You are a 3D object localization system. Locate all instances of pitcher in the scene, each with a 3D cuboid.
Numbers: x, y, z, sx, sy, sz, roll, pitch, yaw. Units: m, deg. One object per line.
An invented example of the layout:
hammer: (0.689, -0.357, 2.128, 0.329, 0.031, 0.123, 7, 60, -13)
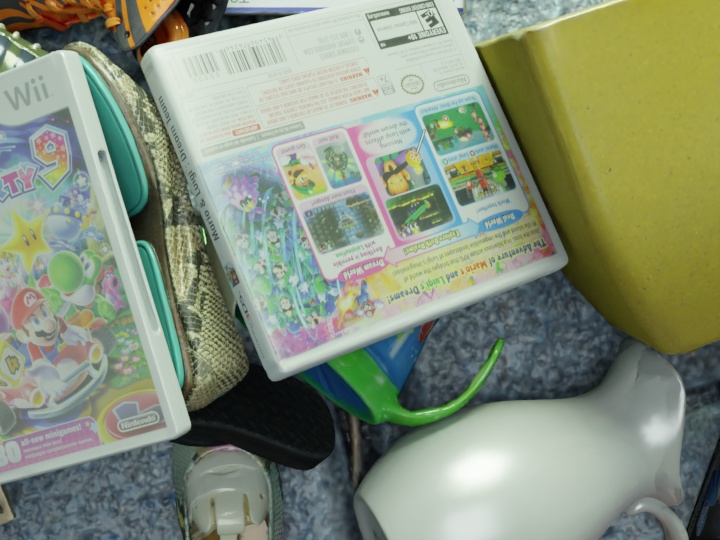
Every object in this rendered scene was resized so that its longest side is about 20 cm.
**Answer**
pitcher: (0.108, 0.155, 0.779, 0.199, 0.121, 0.173, -22, 107, -14)

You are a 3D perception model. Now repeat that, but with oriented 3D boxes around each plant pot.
plant pot: (0.190, -0.067, 0.743, 0.193, 0.196, 0.202, -18, 97, -3)

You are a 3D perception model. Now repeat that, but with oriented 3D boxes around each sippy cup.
sippy cup: (0.000, 0.000, 0.762, 0.131, 0.139, 0.178, -49, 115, -12)

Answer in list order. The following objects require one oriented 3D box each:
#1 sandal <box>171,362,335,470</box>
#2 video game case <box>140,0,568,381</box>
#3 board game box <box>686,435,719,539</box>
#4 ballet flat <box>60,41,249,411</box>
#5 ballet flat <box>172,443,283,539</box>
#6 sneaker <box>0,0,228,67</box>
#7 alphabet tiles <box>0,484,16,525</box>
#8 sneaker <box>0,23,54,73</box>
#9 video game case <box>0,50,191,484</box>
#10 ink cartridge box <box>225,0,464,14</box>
sandal: (-0.102, 0.077, 0.752, 0.200, 0.076, 0.048, 30, 127, -32)
video game case: (0.002, -0.057, 0.695, 0.199, 0.024, 0.183, -19, 82, -31)
board game box: (0.276, 0.096, 0.739, 0.061, 0.200, 0.202, 20, 89, -3)
ballet flat: (-0.107, -0.026, 0.683, 0.075, 0.068, 0.202, -19, 91, -48)
ballet flat: (-0.080, 0.175, 0.780, 0.068, 0.071, 0.202, -3, 90, -3)
sneaker: (-0.157, -0.157, 0.734, 0.199, 0.077, 0.113, -26, 78, 28)
alphabet tiles: (-0.273, 0.062, 0.695, 0.165, 0.006, 0.201, -22, 92, 0)
sneaker: (-0.190, -0.096, 0.723, 0.090, 0.067, 0.201, -34, 93, -25)
video game case: (-0.179, 0.005, 0.659, 0.142, 0.018, 0.202, -16, 92, 20)
ink cartridge box: (-0.033, -0.257, 0.788, 0.194, 0.043, 0.202, 0, 93, -3)
